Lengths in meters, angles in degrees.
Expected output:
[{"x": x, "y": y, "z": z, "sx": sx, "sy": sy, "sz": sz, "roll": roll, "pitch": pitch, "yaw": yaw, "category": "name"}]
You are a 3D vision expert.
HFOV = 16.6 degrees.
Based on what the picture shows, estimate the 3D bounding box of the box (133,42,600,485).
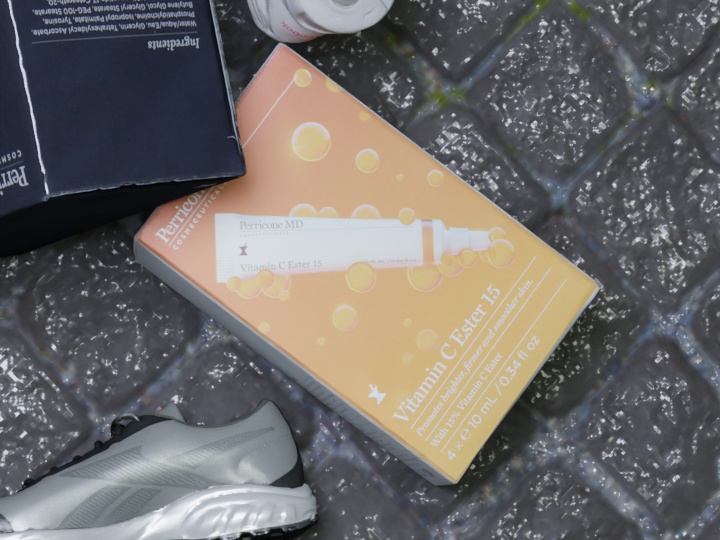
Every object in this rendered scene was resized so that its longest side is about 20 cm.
[{"x": 0.000, "y": 0.000, "z": 1.240, "sx": 0.200, "sy": 0.097, "sz": 0.125, "roll": 37, "pitch": 83, "yaw": -1, "category": "box"}]

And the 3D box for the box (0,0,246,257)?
[{"x": -0.173, "y": -0.115, "z": 1.171, "sx": 0.123, "sy": 0.199, "sz": 0.198, "roll": -10, "pitch": 86, "yaw": -42, "category": "box"}]

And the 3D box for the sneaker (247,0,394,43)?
[{"x": -0.024, "y": -0.204, "z": 1.211, "sx": 0.078, "sy": 0.099, "sz": 0.201, "roll": 21, "pitch": 70, "yaw": -28, "category": "sneaker"}]

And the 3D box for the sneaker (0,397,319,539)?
[{"x": -0.124, "y": 0.112, "z": 1.238, "sx": 0.199, "sy": 0.074, "sz": 0.080, "roll": -8, "pitch": 76, "yaw": -12, "category": "sneaker"}]
